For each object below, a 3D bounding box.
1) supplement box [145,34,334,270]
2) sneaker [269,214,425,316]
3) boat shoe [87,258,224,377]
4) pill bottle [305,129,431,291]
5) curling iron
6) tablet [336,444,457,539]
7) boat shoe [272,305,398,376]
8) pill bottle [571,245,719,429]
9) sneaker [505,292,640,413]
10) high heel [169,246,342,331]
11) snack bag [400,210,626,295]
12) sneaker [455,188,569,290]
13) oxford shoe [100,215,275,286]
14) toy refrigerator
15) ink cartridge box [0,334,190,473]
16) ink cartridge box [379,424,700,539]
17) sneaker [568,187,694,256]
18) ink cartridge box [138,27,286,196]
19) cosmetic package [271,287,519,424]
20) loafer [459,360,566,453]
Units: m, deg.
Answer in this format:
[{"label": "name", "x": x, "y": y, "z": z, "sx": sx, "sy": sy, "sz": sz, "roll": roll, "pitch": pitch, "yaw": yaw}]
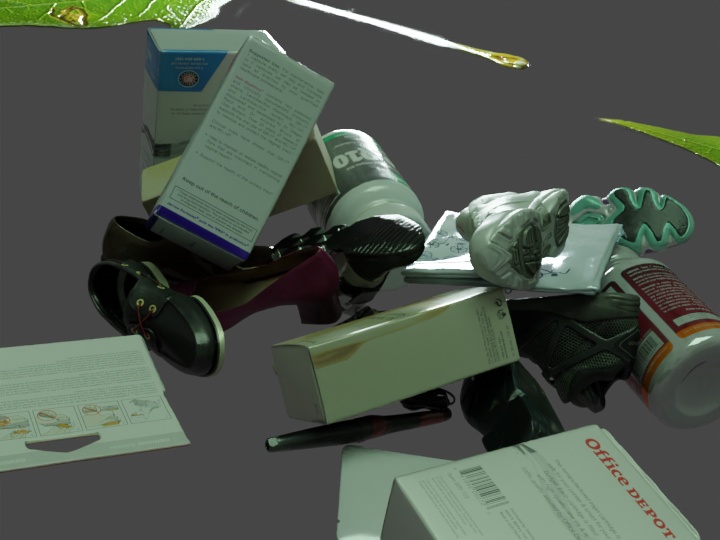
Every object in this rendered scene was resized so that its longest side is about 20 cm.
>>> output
[{"label": "supplement box", "x": -0.120, "y": -0.114, "z": 1.222, "sx": 0.103, "sy": 0.201, "sz": 0.101, "roll": 27, "pitch": -11, "yaw": -11}, {"label": "sneaker", "x": 0.000, "y": 0.000, "z": 1.232, "sx": 0.199, "sy": 0.089, "sz": 0.074, "roll": -5, "pitch": 27, "yaw": 49}, {"label": "boat shoe", "x": -0.193, "y": 0.046, "z": 1.160, "sx": 0.063, "sy": 0.074, "sz": 0.201, "roll": 1, "pitch": 21, "yaw": -39}, {"label": "pill bottle", "x": 0.005, "y": -0.068, "z": 1.386, "sx": 0.112, "sy": 0.114, "sz": 0.200, "roll": -2, "pitch": 32, "yaw": -20}, {"label": "curling iron", "x": 0.002, "y": 0.139, "z": 1.113, "sx": 0.199, "sy": 0.026, "sz": 0.049, "roll": -13, "pitch": 27, "yaw": -33}, {"label": "tablet", "x": 0.080, "y": 0.201, "z": 1.041, "sx": 0.198, "sy": 0.014, "sz": 0.130, "roll": 8, "pitch": 30, "yaw": -2}, {"label": "boat shoe", "x": 0.009, "y": 0.066, "z": 1.201, "sx": 0.199, "sy": 0.065, "sz": 0.073, "roll": -9, "pitch": 36, "yaw": -28}, {"label": "pill bottle", "x": 0.297, "y": 0.060, "z": 1.253, "sx": 0.112, "sy": 0.114, "sz": 0.200, "roll": -2, "pitch": 32, "yaw": -21}, {"label": "sneaker", "x": 0.181, "y": 0.083, "z": 1.219, "sx": 0.198, "sy": 0.115, "sz": 0.076, "roll": -4, "pitch": -7, "yaw": 34}, {"label": "high heel", "x": -0.117, "y": 0.008, "z": 1.198, "sx": 0.198, "sy": 0.097, "sz": 0.068, "roll": -3, "pitch": 47, "yaw": 8}, {"label": "snack bag", "x": 0.159, "y": -0.021, "z": 1.252, "sx": 0.198, "sy": 0.022, "sz": 0.189, "roll": 5, "pitch": 22, "yaw": 19}, {"label": "sneaker", "x": 0.130, "y": -0.031, "z": 1.168, "sx": 0.099, "sy": 0.079, "sz": 0.200, "roll": 5, "pitch": 14, "yaw": 24}, {"label": "oxford shoe", "x": -0.168, "y": -0.022, "z": 1.283, "sx": 0.198, "sy": 0.085, "sz": 0.073, "roll": 4, "pitch": 28, "yaw": -14}, {"label": "toy refrigerator", "x": -0.132, "y": -0.099, "z": 1.344, "sx": 0.199, "sy": 0.076, "sz": 0.070, "roll": -19, "pitch": 38, "yaw": 6}, {"label": "ink cartridge box", "x": -0.261, "y": 0.124, "z": 1.035, "sx": 0.198, "sy": 0.045, "sz": 0.176, "roll": -5, "pitch": 31, "yaw": -24}, {"label": "ink cartridge box", "x": 0.136, "y": 0.212, "z": 0.947, "sx": 0.199, "sy": 0.083, "sz": 0.147, "roll": -10, "pitch": 40, "yaw": -27}, {"label": "sneaker", "x": 0.282, "y": -0.030, "z": 1.404, "sx": 0.198, "sy": 0.140, "sz": 0.078, "roll": 2, "pitch": 65, "yaw": 22}, {"label": "ink cartridge box", "x": -0.174, "y": -0.169, "z": 1.419, "sx": 0.144, "sy": 0.201, "sz": 0.084, "roll": -3, "pitch": 29, "yaw": -22}, {"label": "cosmetic package", "x": 0.031, "y": 0.074, "z": 1.117, "sx": 0.199, "sy": 0.072, "sz": 0.105, "roll": -16, "pitch": 4, "yaw": -25}, {"label": "loafer", "x": 0.144, "y": 0.134, "z": 1.137, "sx": 0.072, "sy": 0.073, "sz": 0.200, "roll": 36, "pitch": 17, "yaw": -19}]
